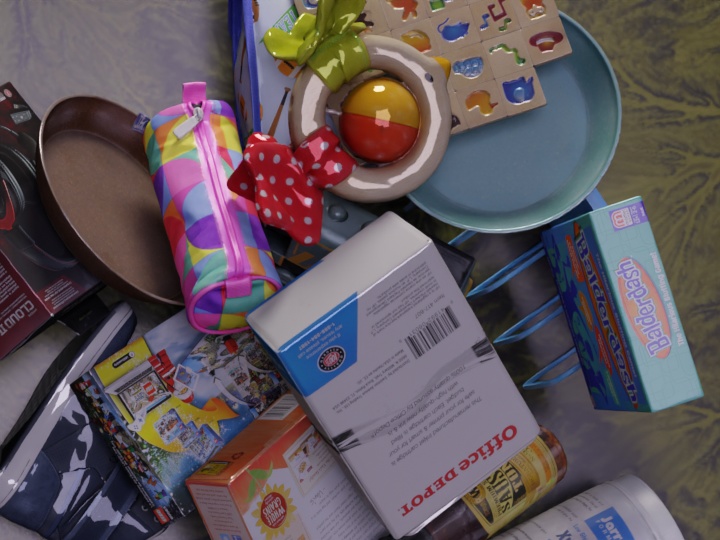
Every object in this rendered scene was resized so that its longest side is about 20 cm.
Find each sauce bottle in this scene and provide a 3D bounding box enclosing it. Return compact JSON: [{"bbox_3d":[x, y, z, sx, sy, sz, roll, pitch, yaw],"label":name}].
[{"bbox_3d":[0.088,0.195,1.726,0.200,0.066,0.066,-34,91,-38],"label":"sauce bottle"}]

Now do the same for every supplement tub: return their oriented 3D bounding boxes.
[{"bbox_3d":[0.163,0.266,1.733,0.199,0.132,0.133,-26,88,-13],"label":"supplement tub"}]

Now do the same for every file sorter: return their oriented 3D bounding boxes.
[{"bbox_3d":[0.144,-0.012,1.764,0.122,0.139,0.201,-35,91,-10],"label":"file sorter"}]

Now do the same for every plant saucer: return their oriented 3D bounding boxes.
[{"bbox_3d":[-0.190,-0.051,1.695,0.034,0.200,0.201,-37,92,29],"label":"plant saucer"},{"bbox_3d":[0.109,-0.121,1.684,0.199,0.036,0.201,-1,75,4],"label":"plant saucer"}]

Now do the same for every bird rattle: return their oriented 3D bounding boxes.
[{"bbox_3d":[-0.009,-0.115,1.617,0.162,0.113,0.201,10,77,-11],"label":"bird rattle"}]

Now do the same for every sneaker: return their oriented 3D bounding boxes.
[{"bbox_3d":[-0.202,0.139,1.705,0.146,0.077,0.203,36,69,-14],"label":"sneaker"}]

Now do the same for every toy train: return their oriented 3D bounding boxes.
[{"bbox_3d":[0.000,0.000,1.712,0.199,0.114,0.085,28,47,3],"label":"toy train"}]

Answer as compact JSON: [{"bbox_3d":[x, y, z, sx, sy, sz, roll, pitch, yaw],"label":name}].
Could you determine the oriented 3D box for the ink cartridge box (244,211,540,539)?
[{"bbox_3d":[0.026,0.082,1.614,0.146,0.084,0.201,-35,119,-9],"label":"ink cartridge box"}]

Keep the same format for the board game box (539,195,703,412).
[{"bbox_3d":[0.195,0.029,1.599,0.045,0.200,0.153,-17,88,-7],"label":"board game box"}]

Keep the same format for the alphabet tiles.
[{"bbox_3d":[0.060,-0.187,1.684,0.199,0.008,0.168,-18,74,-2],"label":"alphabet tiles"}]

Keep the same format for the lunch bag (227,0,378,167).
[{"bbox_3d":[-0.023,-0.176,1.757,0.169,0.124,0.201,-5,92,-12],"label":"lunch bag"}]

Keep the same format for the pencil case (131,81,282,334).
[{"bbox_3d":[-0.120,-0.047,1.676,0.088,0.089,0.201,-11,58,-13],"label":"pencil case"}]

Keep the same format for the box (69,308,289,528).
[{"bbox_3d":[-0.121,0.098,1.699,0.200,0.038,0.137,-34,91,-41],"label":"box"}]

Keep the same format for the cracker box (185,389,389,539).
[{"bbox_3d":[-0.044,0.214,1.676,0.134,0.057,0.201,-39,116,-39],"label":"cracker box"}]

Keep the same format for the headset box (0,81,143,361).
[{"bbox_3d":[-0.276,-0.033,1.670,0.200,0.075,0.149,52,32,-1],"label":"headset box"}]
